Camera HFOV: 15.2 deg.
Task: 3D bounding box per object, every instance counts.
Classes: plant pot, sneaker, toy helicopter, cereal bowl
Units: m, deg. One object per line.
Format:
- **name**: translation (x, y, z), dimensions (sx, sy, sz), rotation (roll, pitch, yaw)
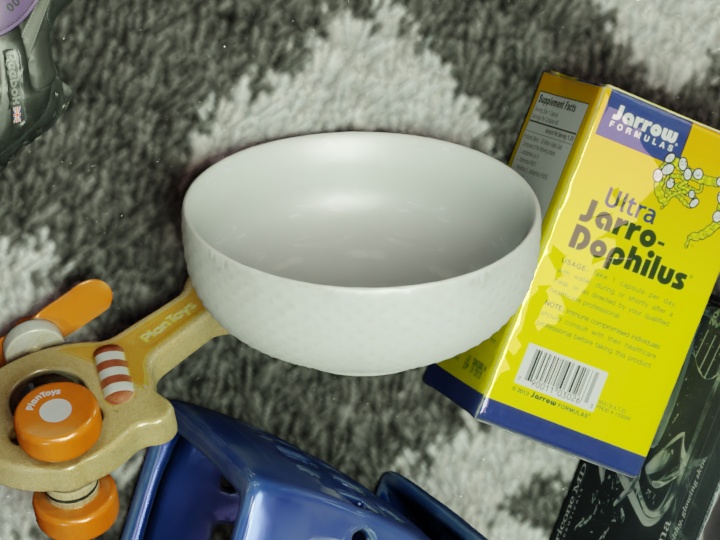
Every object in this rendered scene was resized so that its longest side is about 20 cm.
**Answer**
- **plant pot**: translation (-0.033, 0.202, 1.495), dimensions (0.179, 0.200, 0.201), rotation (14, 95, -22)
- **sneaker**: translation (-0.201, -0.079, 1.469), dimensions (0.087, 0.076, 0.201), rotation (9, 97, -21)
- **toy helicopter**: translation (-0.139, 0.051, 1.496), dimensions (0.200, 0.132, 0.079), rotation (-35, 138, -29)
- **cereal bowl**: translation (0.000, 0.000, 1.473), dimensions (0.199, 0.200, 0.084), rotation (-5, 117, -13)

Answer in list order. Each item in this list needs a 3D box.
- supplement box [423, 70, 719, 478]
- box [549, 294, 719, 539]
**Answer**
- **supplement box**: translation (0.132, 0.000, 1.545), dimensions (0.109, 0.109, 0.201), rotation (21, 93, -17)
- **box**: translation (0.215, 0.128, 1.541), dimensions (0.123, 0.197, 0.201), rotation (20, 94, -15)
